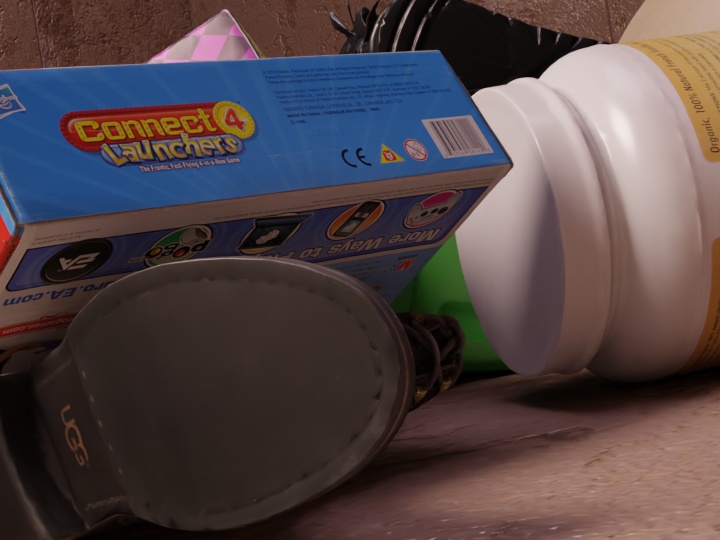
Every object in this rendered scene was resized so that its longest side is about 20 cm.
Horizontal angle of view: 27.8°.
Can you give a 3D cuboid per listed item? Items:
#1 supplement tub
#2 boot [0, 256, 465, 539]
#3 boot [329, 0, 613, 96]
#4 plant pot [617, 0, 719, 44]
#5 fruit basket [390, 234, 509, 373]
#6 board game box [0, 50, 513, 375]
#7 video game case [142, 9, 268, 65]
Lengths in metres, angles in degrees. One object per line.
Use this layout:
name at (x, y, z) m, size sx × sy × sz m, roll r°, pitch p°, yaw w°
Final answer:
supplement tub at (0.152, -0.031, 0.630) m, size 0.199 × 0.145 × 0.144 m, roll -9°, pitch 1°, yaw -15°
boot at (-0.022, 0.034, 0.458) m, size 0.200 × 0.070 × 0.174 m, roll -20°, pitch -6°, yaw 39°
boot at (0.075, -0.088, 0.768) m, size 0.198 × 0.074 × 0.162 m, roll 22°, pitch -1°, yaw -9°
plant pot at (0.203, -0.049, 0.812) m, size 0.135 × 0.200 × 0.200 m, roll -49°, pitch 21°, yaw -26°
fruit basket at (0.000, 0.000, 0.828) m, size 0.215 × 0.156 × 0.216 m, roll 8°, pitch 1°, yaw 0°
board game box at (-0.077, 0.010, 0.520) m, size 0.199 × 0.056 × 0.196 m, roll -10°, pitch -28°, yaw -42°
video game case at (-0.097, -0.004, 0.592) m, size 0.200 × 0.036 × 0.181 m, roll -33°, pitch -22°, yaw 6°
